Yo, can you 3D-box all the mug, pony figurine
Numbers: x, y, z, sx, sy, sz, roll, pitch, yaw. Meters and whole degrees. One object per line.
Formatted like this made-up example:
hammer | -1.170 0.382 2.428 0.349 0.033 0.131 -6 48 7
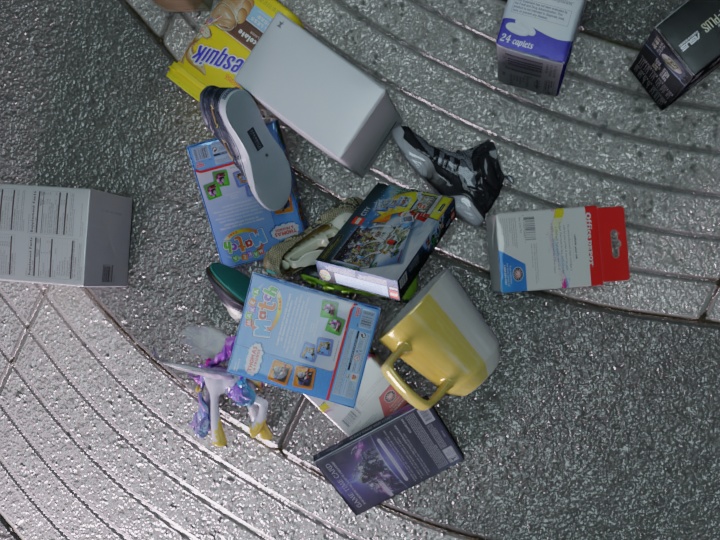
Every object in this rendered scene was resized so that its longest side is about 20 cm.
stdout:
mug | 0.117 0.117 1.197 0.153 0.149 0.187 45 82 -1
pony figurine | -0.219 0.169 1.258 0.188 0.167 0.205 7 108 7

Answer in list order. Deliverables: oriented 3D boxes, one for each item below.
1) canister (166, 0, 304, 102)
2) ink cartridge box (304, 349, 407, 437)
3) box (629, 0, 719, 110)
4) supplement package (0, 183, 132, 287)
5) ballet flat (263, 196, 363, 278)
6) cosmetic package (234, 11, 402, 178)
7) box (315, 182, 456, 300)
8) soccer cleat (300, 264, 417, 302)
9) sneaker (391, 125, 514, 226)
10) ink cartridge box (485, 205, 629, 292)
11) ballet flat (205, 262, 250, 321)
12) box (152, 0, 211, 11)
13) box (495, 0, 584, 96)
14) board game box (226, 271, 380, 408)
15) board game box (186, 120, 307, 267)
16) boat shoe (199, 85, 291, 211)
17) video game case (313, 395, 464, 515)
canister | -0.200 -0.353 1.293 0.147 0.087 0.202 36 92 8
ink cartridge box | -0.029 0.162 1.240 0.200 0.068 0.117 43 94 -3
box | 0.483 -0.329 1.119 0.163 0.200 0.087 -38 83 6
supplement package | -0.498 -0.055 1.297 0.195 0.152 0.155 4 89 9
ballet flat | -0.057 -0.044 1.231 0.198 0.075 0.069 -33 119 -19
cosmetic package | -0.056 -0.257 1.207 0.198 0.200 0.124 37 94 9
box | 0.041 -0.048 1.173 0.134 0.038 0.201 13 46 27
soccer cleat | 0.000 0.000 1.225 0.196 0.067 0.083 8 86 -27
sneaker | 0.146 -0.174 1.236 0.114 0.075 0.200 -44 88 5
ink cartridge box | 0.294 -0.032 1.196 0.195 0.067 0.119 -4 88 -4
ballet flat | -0.166 0.062 1.272 0.197 0.073 0.074 28 92 -7
box | -0.306 -0.481 1.255 0.093 0.200 0.080 1 88 10
box | 0.274 -0.384 1.164 0.103 0.184 0.204 17 91 11
board game box | -0.084 0.102 1.179 0.196 0.037 0.155 16 91 -5
board game box | -0.176 -0.119 1.272 0.148 0.037 0.204 -13 102 9
boat shoe | -0.171 -0.187 1.198 0.070 0.203 0.090 -37 37 -23
video game case | 0.045 0.287 1.222 0.197 0.019 0.144 -28 122 7
